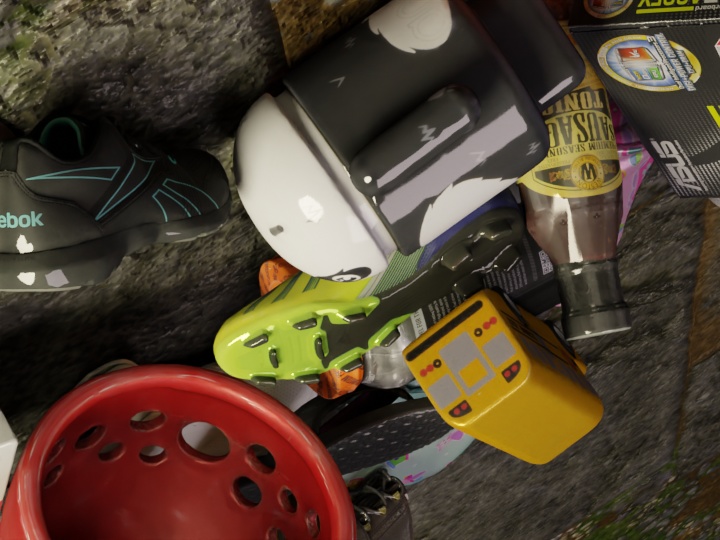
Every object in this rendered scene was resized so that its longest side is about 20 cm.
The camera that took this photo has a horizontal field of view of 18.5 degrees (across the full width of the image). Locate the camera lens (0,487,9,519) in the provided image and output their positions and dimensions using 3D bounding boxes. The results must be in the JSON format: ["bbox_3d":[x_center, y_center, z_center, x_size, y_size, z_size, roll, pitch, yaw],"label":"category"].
[{"bbox_3d":[-0.228,0.263,1.429,0.160,0.200,0.160,-29,156,-15],"label":"camera lens"}]

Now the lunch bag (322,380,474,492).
[{"bbox_3d":[0.027,0.088,1.600,0.160,0.077,0.200,-48,154,26],"label":"lunch bag"}]

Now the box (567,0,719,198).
[{"bbox_3d":[0.231,-0.108,1.285,0.160,0.044,0.200,0,152,28],"label":"box"}]

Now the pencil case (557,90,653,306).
[{"bbox_3d":[0.148,-0.060,1.482,0.087,0.087,0.200,-25,154,-23],"label":"pencil case"}]

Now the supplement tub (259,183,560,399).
[{"bbox_3d":[0.044,-0.004,1.395,0.200,0.123,0.123,-26,155,-20],"label":"supplement tub"}]

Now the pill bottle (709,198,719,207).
[{"bbox_3d":[0.295,-0.123,1.532,0.104,0.104,0.200,-24,153,-25],"label":"pill bottle"}]

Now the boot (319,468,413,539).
[{"bbox_3d":[-0.032,0.199,1.545,0.174,0.069,0.200,-43,143,-30],"label":"boot"}]

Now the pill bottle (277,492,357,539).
[{"bbox_3d":[-0.068,0.208,1.655,0.111,0.111,0.200,-46,155,23],"label":"pill bottle"}]

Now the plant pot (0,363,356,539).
[{"bbox_3d":[-0.124,0.185,1.305,0.200,0.201,0.183,-17,151,-36],"label":"plant pot"}]

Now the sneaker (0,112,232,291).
[{"bbox_3d":[-0.126,-0.046,1.144,0.075,0.079,0.200,-2,-167,23],"label":"sneaker"}]

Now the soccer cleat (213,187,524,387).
[{"bbox_3d":[0.000,0.000,1.298,0.200,0.084,0.065,-28,142,-6],"label":"soccer cleat"}]

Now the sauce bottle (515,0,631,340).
[{"bbox_3d":[0.123,-0.060,1.299,0.066,0.200,0.066,-13,177,-1],"label":"sauce bottle"}]

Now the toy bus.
[{"bbox_3d":[0.092,0.066,1.338,0.065,0.078,0.200,-39,157,9],"label":"toy bus"}]

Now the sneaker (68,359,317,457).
[{"bbox_3d":[-0.113,0.091,1.423,0.200,0.074,0.116,-27,158,-16],"label":"sneaker"}]

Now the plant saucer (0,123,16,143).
[{"bbox_3d":[-0.251,-0.003,1.117,0.200,0.032,0.200,-30,156,-15],"label":"plant saucer"}]

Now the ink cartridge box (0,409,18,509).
[{"bbox_3d":[-0.303,0.131,1.218,0.200,0.083,0.145,-21,156,-28],"label":"ink cartridge box"}]

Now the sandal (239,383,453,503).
[{"bbox_3d":[-0.025,0.105,1.419,0.200,0.048,0.075,-21,160,18],"label":"sandal"}]

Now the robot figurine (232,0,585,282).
[{"bbox_3d":[0.026,-0.079,1.225,0.200,0.125,0.150,-35,149,-1],"label":"robot figurine"}]
